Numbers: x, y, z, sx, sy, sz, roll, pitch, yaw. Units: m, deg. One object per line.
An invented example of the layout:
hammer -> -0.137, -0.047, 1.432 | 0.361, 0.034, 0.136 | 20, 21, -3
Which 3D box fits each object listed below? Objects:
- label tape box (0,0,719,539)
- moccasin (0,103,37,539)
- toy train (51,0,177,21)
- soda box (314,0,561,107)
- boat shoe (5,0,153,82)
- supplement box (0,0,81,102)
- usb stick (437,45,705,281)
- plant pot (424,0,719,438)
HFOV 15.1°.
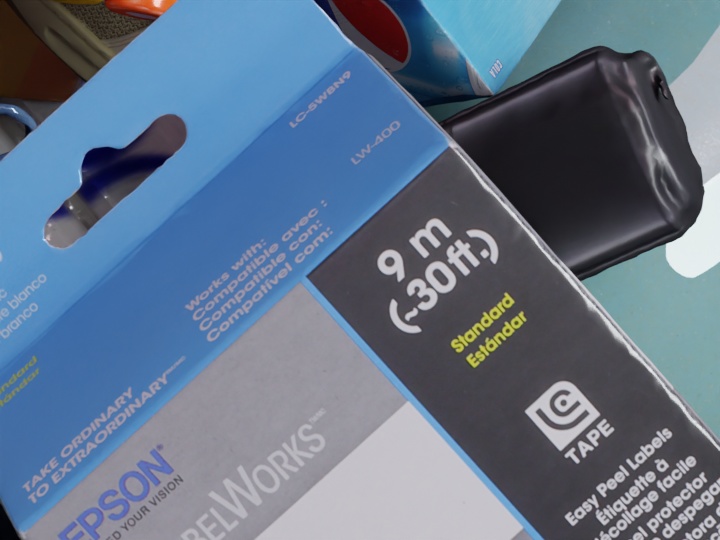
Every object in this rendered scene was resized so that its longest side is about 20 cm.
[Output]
label tape box -> -0.011, 0.037, 0.678 | 0.144, 0.063, 0.200 | -42, 98, 2
moccasin -> -0.133, -0.002, 0.797 | 0.068, 0.080, 0.201 | -2, 80, -46
toy train -> -0.107, -0.057, 0.741 | 0.200, 0.056, 0.151 | -36, 114, -28
soda box -> 0.047, -0.137, 0.783 | 0.068, 0.064, 0.200 | 50, 57, -26
boat shoe -> -0.110, -0.135, 0.824 | 0.200, 0.065, 0.071 | 39, 48, 4
supplement box -> -0.180, -0.102, 0.853 | 0.199, 0.067, 0.069 | 1, 56, -26
usb stick -> 0.000, 0.000, 0.743 | 0.056, 0.200, 0.033 | 67, 23, 4
plant pot -> 0.076, -0.007, 0.833 | 0.200, 0.201, 0.161 | 39, 62, 5
